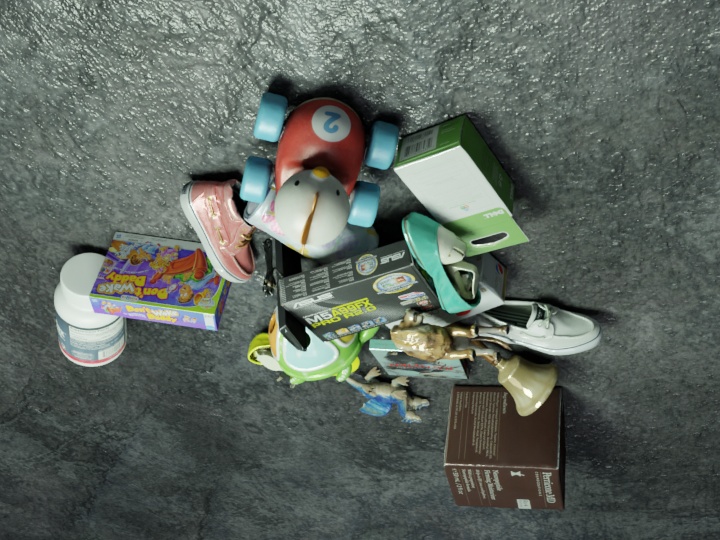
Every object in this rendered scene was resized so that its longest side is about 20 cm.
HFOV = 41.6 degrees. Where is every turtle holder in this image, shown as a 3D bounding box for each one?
[{"bbox_3d":[-0.062,0.102,1.534,0.185,0.141,0.132,8,144,27],"label":"turtle holder"}]

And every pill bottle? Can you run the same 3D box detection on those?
[{"bbox_3d":[-0.457,0.064,1.612,0.119,0.120,0.200,14,141,-3],"label":"pill bottle"}]

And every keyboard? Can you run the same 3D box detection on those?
[{"bbox_3d":[-0.116,0.017,1.400,0.021,0.200,0.127,-20,134,12],"label":"keyboard"}]

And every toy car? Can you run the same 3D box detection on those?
[{"bbox_3d":[-0.055,-0.107,1.197,0.184,0.200,0.177,13,120,-8],"label":"toy car"}]

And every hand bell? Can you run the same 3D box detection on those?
[{"bbox_3d":[0.220,0.145,1.586,0.200,0.104,0.104,36,138,-8],"label":"hand bell"}]

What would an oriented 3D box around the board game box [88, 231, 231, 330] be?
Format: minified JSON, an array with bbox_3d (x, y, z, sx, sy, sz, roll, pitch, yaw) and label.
[{"bbox_3d":[-0.308,0.015,1.499,0.199,0.135,0.045,8,142,5],"label":"board game box"}]

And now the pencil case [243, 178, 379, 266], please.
[{"bbox_3d":[-0.070,-0.066,1.375,0.200,0.091,0.083,32,168,-21],"label":"pencil case"}]

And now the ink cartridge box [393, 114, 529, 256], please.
[{"bbox_3d":[0.142,-0.109,1.285,0.104,0.059,0.200,-16,134,32],"label":"ink cartridge box"}]

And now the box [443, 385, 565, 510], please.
[{"bbox_3d":[0.264,0.318,1.706,0.199,0.165,0.166,-1,140,16],"label":"box"}]

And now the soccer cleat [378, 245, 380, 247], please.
[{"bbox_3d":[0.000,0.000,1.466,0.199,0.068,0.081,-5,125,16],"label":"soccer cleat"}]

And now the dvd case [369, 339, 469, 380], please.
[{"bbox_3d":[0.103,0.152,1.602,0.146,0.022,0.200,2,163,12],"label":"dvd case"}]

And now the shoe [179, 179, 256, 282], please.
[{"bbox_3d":[-0.187,-0.056,1.427,0.091,0.072,0.200,-2,136,26],"label":"shoe"}]

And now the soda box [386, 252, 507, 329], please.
[{"bbox_3d":[0.128,0.040,1.468,0.200,0.068,0.064,-25,130,37],"label":"soda box"}]

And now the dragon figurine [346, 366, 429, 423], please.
[{"bbox_3d":[0.032,0.229,1.740,0.199,0.059,0.100,11,142,-2],"label":"dragon figurine"}]

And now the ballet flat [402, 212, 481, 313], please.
[{"bbox_3d":[0.123,-0.014,1.321,0.070,0.067,0.200,-7,138,24],"label":"ballet flat"}]

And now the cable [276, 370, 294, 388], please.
[{"bbox_3d":[-0.105,0.136,1.693,0.097,0.050,0.200,41,124,-8],"label":"cable"}]

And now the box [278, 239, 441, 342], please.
[{"bbox_3d":[0.004,0.034,1.375,0.200,0.044,0.160,-17,152,13],"label":"box"}]

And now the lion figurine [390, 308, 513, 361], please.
[{"bbox_3d":[0.140,0.107,1.436,0.122,0.073,0.200,-2,167,34],"label":"lion figurine"}]

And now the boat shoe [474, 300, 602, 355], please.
[{"bbox_3d":[0.275,0.084,1.481,0.199,0.074,0.067,1,144,15],"label":"boat shoe"}]

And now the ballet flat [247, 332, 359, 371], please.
[{"bbox_3d":[-0.103,0.155,1.632,0.199,0.067,0.067,10,118,17],"label":"ballet flat"}]
